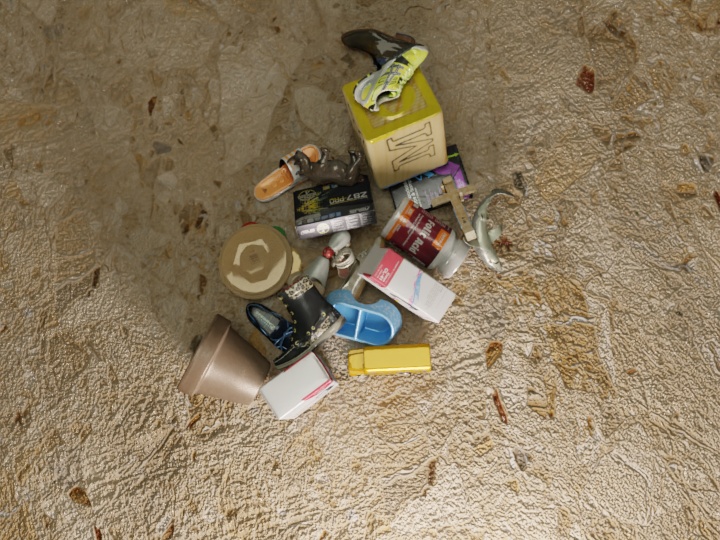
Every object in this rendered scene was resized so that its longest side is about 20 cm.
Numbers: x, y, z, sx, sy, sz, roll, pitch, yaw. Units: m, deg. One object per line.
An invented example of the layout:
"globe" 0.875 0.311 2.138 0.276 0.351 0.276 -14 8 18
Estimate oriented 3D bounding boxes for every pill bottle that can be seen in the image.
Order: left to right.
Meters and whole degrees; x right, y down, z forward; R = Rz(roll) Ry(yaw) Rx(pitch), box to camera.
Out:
"pill bottle" 0.158 -0.076 1.717 0.199 0.114 0.115 35 82 -1

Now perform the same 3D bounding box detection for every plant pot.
"plant pot" -0.314 0.230 1.682 0.173 0.200 0.202 29 81 -9

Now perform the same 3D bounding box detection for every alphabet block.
"alphabet block" 0.086 -0.354 1.729 0.194 0.200 0.197 -23 61 -1

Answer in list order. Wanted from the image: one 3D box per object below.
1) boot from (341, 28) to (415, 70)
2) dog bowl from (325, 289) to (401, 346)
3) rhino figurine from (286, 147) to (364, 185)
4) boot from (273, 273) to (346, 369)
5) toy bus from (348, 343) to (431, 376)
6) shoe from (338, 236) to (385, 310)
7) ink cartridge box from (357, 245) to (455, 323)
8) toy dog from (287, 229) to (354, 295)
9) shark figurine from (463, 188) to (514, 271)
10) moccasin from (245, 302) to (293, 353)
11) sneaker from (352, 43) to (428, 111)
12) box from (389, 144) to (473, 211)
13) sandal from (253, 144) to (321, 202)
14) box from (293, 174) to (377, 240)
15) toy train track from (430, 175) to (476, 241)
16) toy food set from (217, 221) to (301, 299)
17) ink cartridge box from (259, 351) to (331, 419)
"boot" 0.042 -0.574 1.866 0.197 0.075 0.098 6 75 4
"dog bowl" -0.001 0.118 1.702 0.198 0.050 0.113 15 118 7
"rhino figurine" -0.090 -0.261 1.768 0.197 0.060 0.089 7 102 8
"boot" -0.153 0.121 1.664 0.203 0.074 0.154 -36 97 7
"toy bus" 0.068 0.214 1.691 0.197 0.078 0.066 -3 77 4
"shoe" 0.000 0.000 1.744 0.053 0.070 0.202 30 84 -9
"ink cartridge box" 0.105 0.031 1.659 0.199 0.147 0.086 36 84 -12
"toy dog" -0.081 0.002 1.741 0.199 0.096 0.133 -37 47 12
"shark figurine" 0.293 -0.114 1.737 0.127 0.089 0.217 13 78 -22
"moccasin" -0.204 0.151 1.732 0.199 0.068 0.081 30 81 8
"sneaker" 0.080 -0.438 1.626 0.199 0.075 0.077 -39 69 2
"box" 0.170 -0.224 1.799 0.198 0.036 0.145 -18 77 3
"sandal" -0.188 -0.251 1.823 0.206 0.059 0.079 -38 78 -4
"box" -0.065 -0.157 1.757 0.197 0.049 0.162 -12 41 3
"toy train track" 0.234 -0.158 1.705 0.113 0.033 0.202 -20 54 5
"toy food set" -0.262 -0.026 1.786 0.199 0.049 0.199 -37 77 -3
"ink cartridge box" -0.136 0.266 1.627 0.147 0.200 0.086 -37 78 -3
